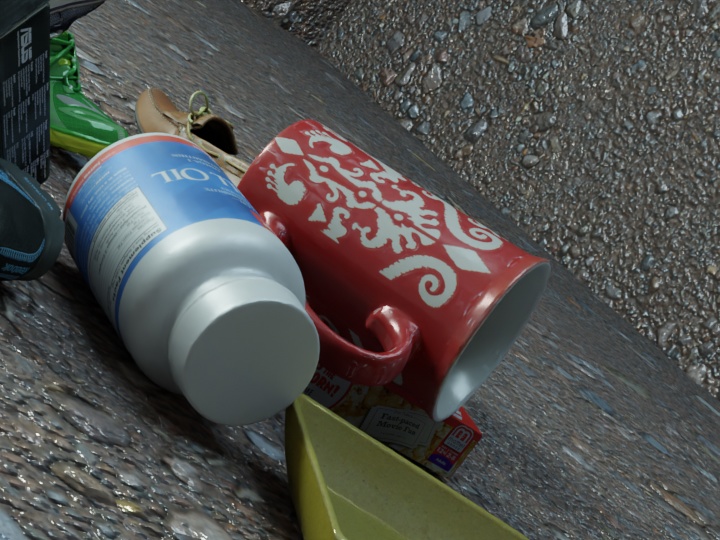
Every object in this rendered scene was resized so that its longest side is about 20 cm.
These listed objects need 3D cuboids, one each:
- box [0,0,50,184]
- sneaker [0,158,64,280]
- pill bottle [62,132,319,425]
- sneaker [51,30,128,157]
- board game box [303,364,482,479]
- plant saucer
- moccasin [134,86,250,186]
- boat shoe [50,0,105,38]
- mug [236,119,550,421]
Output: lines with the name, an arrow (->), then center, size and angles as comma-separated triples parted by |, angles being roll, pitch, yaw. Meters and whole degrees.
box -> -0.260, -0.152, 0.996 | 0.193, 0.048, 0.200 | 41, -26, 11
sneaker -> -0.251, -0.070, 0.935 | 0.200, 0.073, 0.082 | 38, 10, 7
pill bottle -> -0.099, 0.006, 1.015 | 0.112, 0.112, 0.200 | 30, 11, -38
sneaker -> -0.254, -0.159, 1.338 | 0.200, 0.084, 0.074 | 41, 9, 17
board game box -> -0.019, 0.060, 1.252 | 0.200, 0.046, 0.152 | 32, 11, -30
plant saucer -> 0.038, 0.167, 0.933 | 0.200, 0.048, 0.200 | 34, 9, -18
moccasin -> -0.143, -0.115, 1.559 | 0.074, 0.078, 0.201 | 29, 12, -42
boat shoe -> -0.253, -0.199, 1.295 | 0.075, 0.093, 0.200 | 46, 41, 13
mug -> 0.007, -0.009, 1.160 | 0.200, 0.134, 0.177 | 37, 8, 17
